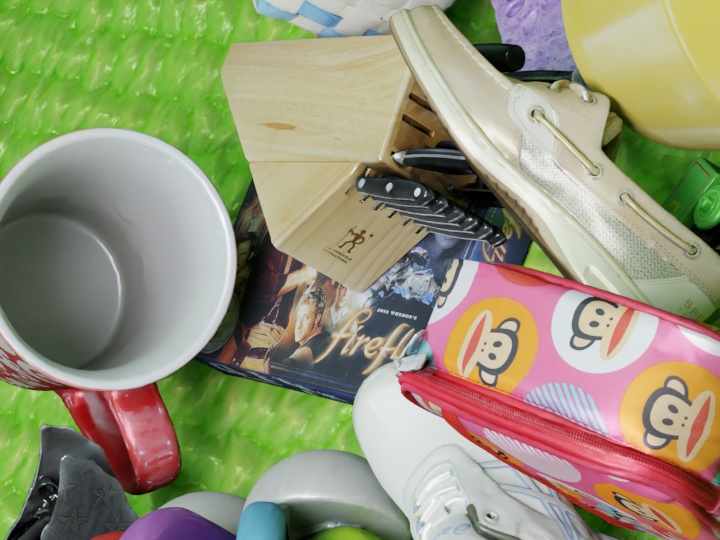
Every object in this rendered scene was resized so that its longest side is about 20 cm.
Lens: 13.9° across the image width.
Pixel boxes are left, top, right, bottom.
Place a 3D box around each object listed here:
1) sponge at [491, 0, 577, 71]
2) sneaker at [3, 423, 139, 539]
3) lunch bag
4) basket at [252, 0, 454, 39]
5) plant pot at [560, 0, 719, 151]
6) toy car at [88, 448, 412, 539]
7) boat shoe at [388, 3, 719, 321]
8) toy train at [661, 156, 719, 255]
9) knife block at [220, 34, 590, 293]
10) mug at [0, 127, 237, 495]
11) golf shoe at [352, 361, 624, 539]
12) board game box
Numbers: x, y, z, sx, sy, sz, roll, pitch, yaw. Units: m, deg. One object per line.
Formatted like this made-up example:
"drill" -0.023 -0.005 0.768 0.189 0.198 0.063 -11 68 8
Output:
"sponge" 0.113 -0.161 1.495 0.112 0.030 0.200 -40 42 27
"sneaker" -0.162 0.178 1.528 0.200 0.104 0.060 -57 36 18
"lunch bag" 0.111 0.059 1.202 0.176 0.200 0.082 20 83 38
"basket" 0.018 -0.225 1.503 0.200 0.139 0.177 -55 35 33
"plant pot" 0.189 -0.131 1.271 0.189 0.200 0.201 -20 52 62
"toy car" -0.073 0.170 1.404 0.200 0.150 0.175 -22 51 40
"boat shoe" 0.089 -0.050 1.320 0.065 0.072 0.200 -39 71 2
"toy train" 0.117 0.035 1.361 0.200 0.042 0.056 -53 28 11
"knife block" 0.025 -0.084 1.465 0.176 0.064 0.200 -43 41 22
"mug" -0.158 0.025 1.577 0.200 0.133 0.178 162 119 -72
"golf shoe" 0.054 0.106 1.295 0.200 0.097 0.078 45 108 31
"board game box" 0.000 0.000 1.522 0.200 0.035 0.136 10 75 52
